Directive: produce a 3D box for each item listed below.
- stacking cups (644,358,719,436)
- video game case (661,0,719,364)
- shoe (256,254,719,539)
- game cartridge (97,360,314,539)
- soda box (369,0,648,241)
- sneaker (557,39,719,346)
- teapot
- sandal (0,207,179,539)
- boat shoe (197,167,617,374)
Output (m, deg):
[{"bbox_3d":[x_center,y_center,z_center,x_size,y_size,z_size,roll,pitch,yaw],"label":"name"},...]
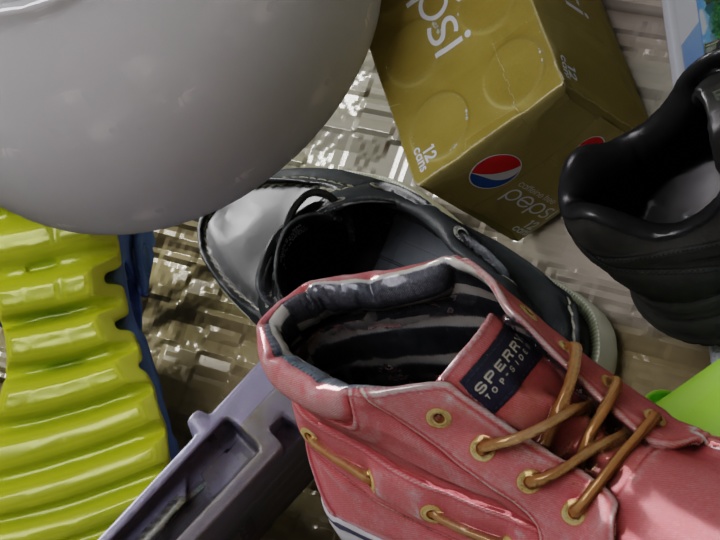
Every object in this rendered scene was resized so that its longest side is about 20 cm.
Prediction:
[{"bbox_3d":[0.146,0.029,0.827,0.200,0.060,0.061,-40,51,28],"label":"stacking cups"},{"bbox_3d":[0.184,-0.071,0.877,0.182,0.022,0.201,-21,61,32],"label":"video game case"},{"bbox_3d":[0.058,0.056,0.785,0.200,0.091,0.072,12,52,38],"label":"shoe"},{"bbox_3d":[-0.087,0.117,0.925,0.038,0.130,0.200,42,80,5],"label":"game cartridge"},{"bbox_3d":[0.037,-0.114,0.987,0.068,0.064,0.201,-34,54,24],"label":"soda box"},{"bbox_3d":[0.149,-0.045,0.821,0.200,0.091,0.076,-34,53,23],"label":"sneaker"},{"bbox_3d":[-0.099,-0.117,0.932,0.197,0.146,0.200,26,78,33],"label":"teapot"},{"bbox_3d":[-0.104,0.037,1.037,0.079,0.087,0.201,-5,87,12],"label":"sandal"},{"bbox_3d":[-0.001,0.002,0.969,0.199,0.066,0.075,31,93,43],"label":"boat shoe"}]
